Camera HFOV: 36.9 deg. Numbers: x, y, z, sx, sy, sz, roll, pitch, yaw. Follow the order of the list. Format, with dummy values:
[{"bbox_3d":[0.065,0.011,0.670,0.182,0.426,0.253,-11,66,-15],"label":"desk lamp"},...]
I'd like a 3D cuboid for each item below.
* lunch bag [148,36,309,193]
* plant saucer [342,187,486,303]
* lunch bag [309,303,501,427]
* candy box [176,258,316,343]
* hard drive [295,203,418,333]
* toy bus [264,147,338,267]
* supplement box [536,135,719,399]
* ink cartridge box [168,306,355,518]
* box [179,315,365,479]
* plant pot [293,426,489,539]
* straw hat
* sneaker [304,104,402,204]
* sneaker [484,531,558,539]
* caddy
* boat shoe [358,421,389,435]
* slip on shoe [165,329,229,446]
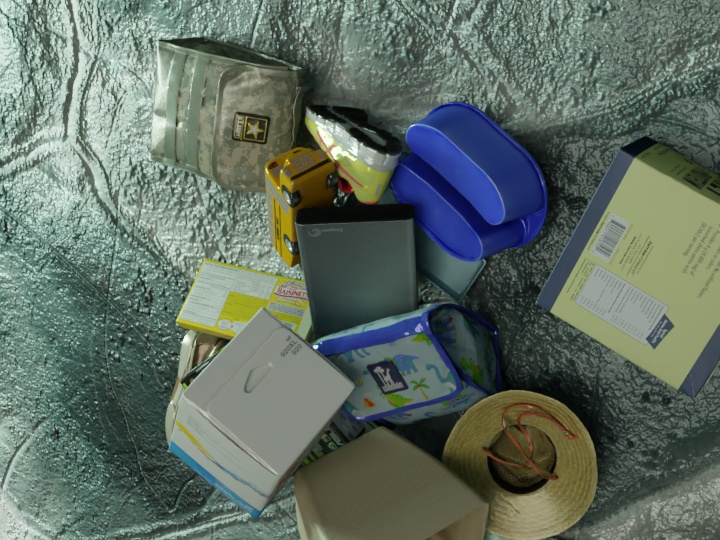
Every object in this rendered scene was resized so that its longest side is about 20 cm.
[{"bbox_3d":[-0.165,-0.199,1.386,0.199,0.117,0.165,19,112,26],"label":"lunch bag"},{"bbox_3d":[0.067,-0.045,1.371,0.200,0.019,0.070,37,116,13],"label":"plant saucer"},{"bbox_3d":[0.057,0.110,1.299,0.169,0.200,0.128,-18,59,27],"label":"lunch bag"},{"bbox_3d":[-0.145,0.050,1.463,0.199,0.026,0.103,13,64,24],"label":"candy box"},{"bbox_3d":[0.000,0.000,1.324,0.139,0.033,0.201,-2,137,4],"label":"hard drive"},{"bbox_3d":[-0.075,-0.083,1.338,0.078,0.065,0.200,54,161,25],"label":"toy bus"},{"bbox_3d":[0.337,-0.008,1.177,0.199,0.134,0.201,32,115,16],"label":"supplement box"},{"bbox_3d":[-0.120,0.172,1.265,0.144,0.147,0.200,38,152,6],"label":"ink cartridge box"},{"bbox_3d":[-0.120,0.180,1.436,0.200,0.048,0.193,51,133,-4],"label":"box"},{"bbox_3d":[0.019,0.315,1.321,0.177,0.199,0.201,50,154,35],"label":"plant pot"},{"bbox_3d":[0.201,0.223,1.327,0.200,0.085,0.202,4,110,12],"label":"straw hat"},{"bbox_3d":[-0.020,-0.143,1.316,0.200,0.078,0.091,-129,44,-55],"label":"sneaker"},{"bbox_3d":[0.199,0.326,1.360,0.199,0.074,0.119,4,111,28],"label":"sneaker"},{"bbox_3d":[0.130,-0.106,1.276,0.200,0.105,0.142,46,138,19],"label":"caddy"},{"bbox_3d":[-0.041,0.167,1.450,0.200,0.062,0.075,37,131,10],"label":"boat shoe"},{"bbox_3d":[-0.228,0.181,1.545,0.060,0.076,0.201,17,102,25],"label":"slip on shoe"}]
